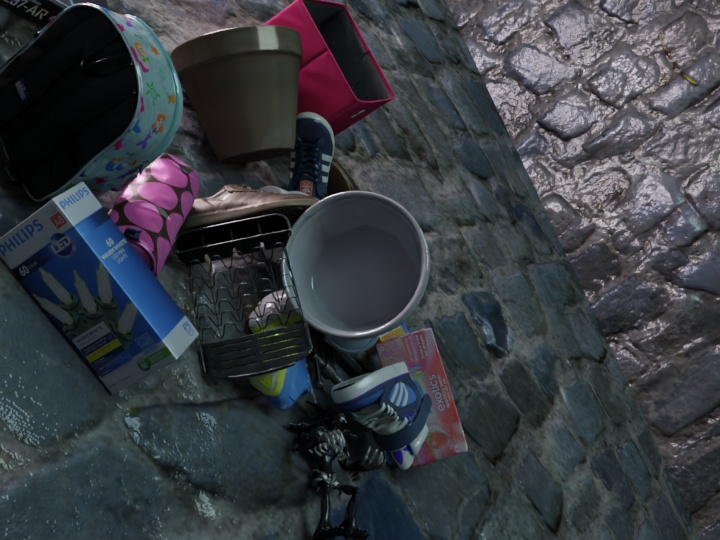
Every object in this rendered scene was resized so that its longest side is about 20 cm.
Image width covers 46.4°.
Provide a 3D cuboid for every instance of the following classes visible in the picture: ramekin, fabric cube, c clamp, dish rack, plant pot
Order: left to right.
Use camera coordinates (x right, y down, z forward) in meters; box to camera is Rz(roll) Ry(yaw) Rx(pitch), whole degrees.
[{"bbox_3d":[-0.145,0.035,1.061,0.055,0.153,0.200,93,-17,-63],"label":"dish rack"},{"bbox_3d":[-0.175,-0.259,1.283,0.200,0.200,0.174,-11,91,-64],"label":"plant pot"},{"bbox_3d":[-0.093,-0.331,1.467,0.200,0.199,0.196,61,24,-1],"label":"fabric cube"},{"bbox_3d":[-0.016,0.174,1.270,0.200,0.027,0.171,46,17,-31],"label":"c clamp"},{"bbox_3d":[0.000,0.000,1.151,0.105,0.200,0.201,45,23,-75],"label":"ramekin"}]

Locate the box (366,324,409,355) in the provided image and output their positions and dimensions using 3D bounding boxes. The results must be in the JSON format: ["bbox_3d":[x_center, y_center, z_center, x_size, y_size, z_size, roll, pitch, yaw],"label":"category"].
[{"bbox_3d":[0.007,0.040,1.463,0.200,0.041,0.119,65,25,3],"label":"box"}]

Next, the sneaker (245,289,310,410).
[{"bbox_3d":[-0.108,0.113,1.155,0.200,0.076,0.105,-77,151,-55],"label":"sneaker"}]

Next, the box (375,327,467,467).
[{"bbox_3d":[0.096,0.200,1.335,0.103,0.094,0.200,68,5,-84],"label":"box"}]

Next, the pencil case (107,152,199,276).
[{"bbox_3d":[-0.261,-0.068,1.017,0.094,0.091,0.200,33,31,-16],"label":"pencil case"}]

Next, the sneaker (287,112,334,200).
[{"bbox_3d":[-0.084,-0.161,1.368,0.200,0.075,0.085,90,8,-48],"label":"sneaker"}]

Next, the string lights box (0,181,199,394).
[{"bbox_3d":[-0.273,0.021,0.875,0.200,0.103,0.059,55,26,-13],"label":"string lights box"}]

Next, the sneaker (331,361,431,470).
[{"bbox_3d":[0.039,0.212,1.178,0.200,0.080,0.147,-3,73,-67],"label":"sneaker"}]

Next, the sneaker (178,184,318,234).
[{"bbox_3d":[-0.154,-0.091,1.148,0.200,0.070,0.076,-9,59,-19],"label":"sneaker"}]

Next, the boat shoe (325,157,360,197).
[{"bbox_3d":[-0.023,-0.122,1.538,0.200,0.070,0.070,63,31,-16],"label":"boat shoe"}]

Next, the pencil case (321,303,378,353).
[{"bbox_3d":[-0.007,0.063,1.302,0.083,0.091,0.200,55,12,-8],"label":"pencil case"}]

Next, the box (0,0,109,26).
[{"bbox_3d":[-0.422,-0.395,1.091,0.200,0.043,0.161,21,47,-54],"label":"box"}]

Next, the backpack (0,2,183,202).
[{"bbox_3d":[-0.291,-0.183,0.921,0.178,0.200,0.150,60,27,12],"label":"backpack"}]

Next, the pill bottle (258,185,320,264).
[{"bbox_3d":[-0.086,-0.055,1.294,0.200,0.116,0.116,21,46,-54],"label":"pill bottle"}]

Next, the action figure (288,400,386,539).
[{"bbox_3d":[-0.028,0.252,1.108,0.119,0.102,0.200,22,46,-38],"label":"action figure"}]
